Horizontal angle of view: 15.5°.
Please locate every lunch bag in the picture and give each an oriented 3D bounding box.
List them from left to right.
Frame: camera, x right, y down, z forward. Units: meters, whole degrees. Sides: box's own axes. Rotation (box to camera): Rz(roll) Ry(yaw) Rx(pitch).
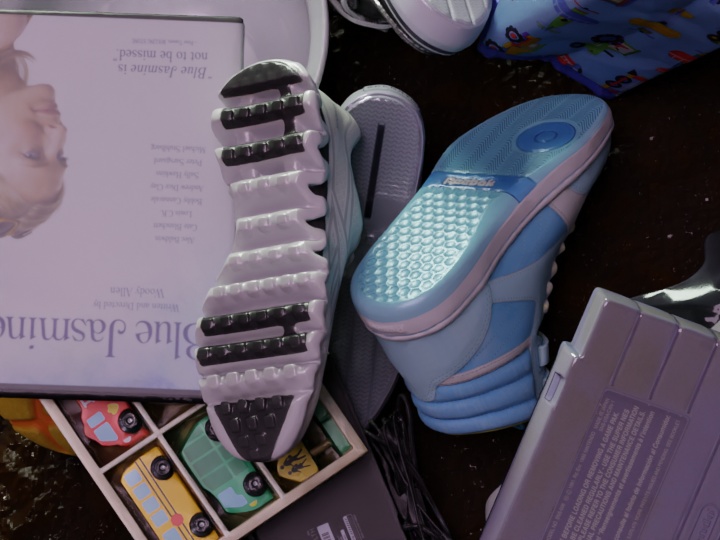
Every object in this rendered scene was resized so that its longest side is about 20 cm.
[{"bbox_3d":[0.147,-0.211,1.373,0.150,0.094,0.201,-22,56,57],"label":"lunch bag"}]

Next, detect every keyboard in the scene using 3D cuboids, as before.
[{"bbox_3d":[-0.001,0.144,1.385,0.104,0.040,0.201,-22,86,-3],"label":"keyboard"}]

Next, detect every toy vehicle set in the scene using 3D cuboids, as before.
[{"bbox_3d":[-0.103,0.046,1.358,0.124,0.027,0.200,-34,84,-7],"label":"toy vehicle set"}]

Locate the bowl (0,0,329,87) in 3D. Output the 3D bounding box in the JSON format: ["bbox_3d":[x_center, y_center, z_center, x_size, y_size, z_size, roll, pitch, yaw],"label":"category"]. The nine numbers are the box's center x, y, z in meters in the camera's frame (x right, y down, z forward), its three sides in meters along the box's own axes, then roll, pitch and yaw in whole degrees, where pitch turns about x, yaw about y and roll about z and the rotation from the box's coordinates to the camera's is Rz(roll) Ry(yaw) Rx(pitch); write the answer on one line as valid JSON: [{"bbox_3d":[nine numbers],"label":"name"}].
[{"bbox_3d":[-0.104,-0.111,1.458,0.200,0.090,0.202,-3,75,13],"label":"bowl"}]

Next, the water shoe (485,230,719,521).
[{"bbox_3d":[0.140,0.062,1.361,0.200,0.072,0.079,-37,51,3],"label":"water shoe"}]

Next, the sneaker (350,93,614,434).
[{"bbox_3d":[0.078,0.005,1.388,0.079,0.131,0.200,11,44,42],"label":"sneaker"}]

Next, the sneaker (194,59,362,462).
[{"bbox_3d":[-0.032,-0.001,1.324,0.075,0.081,0.201,-2,76,30],"label":"sneaker"}]

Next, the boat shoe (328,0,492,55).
[{"bbox_3d":[0.015,-0.161,1.423,0.071,0.072,0.200,-50,30,21],"label":"boat shoe"}]

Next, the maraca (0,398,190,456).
[{"bbox_3d":[-0.149,0.050,1.429,0.107,0.137,0.200,-28,75,-33],"label":"maraca"}]

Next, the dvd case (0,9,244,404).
[{"bbox_3d":[-0.133,-0.033,1.347,0.142,0.018,0.201,2,81,-3],"label":"dvd case"}]

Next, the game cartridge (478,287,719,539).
[{"bbox_3d":[0.132,0.119,1.306,0.129,0.038,0.201,21,100,-8],"label":"game cartridge"}]

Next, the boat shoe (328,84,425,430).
[{"bbox_3d":[0.000,0.000,1.417,0.073,0.067,0.201,16,98,0],"label":"boat shoe"}]
